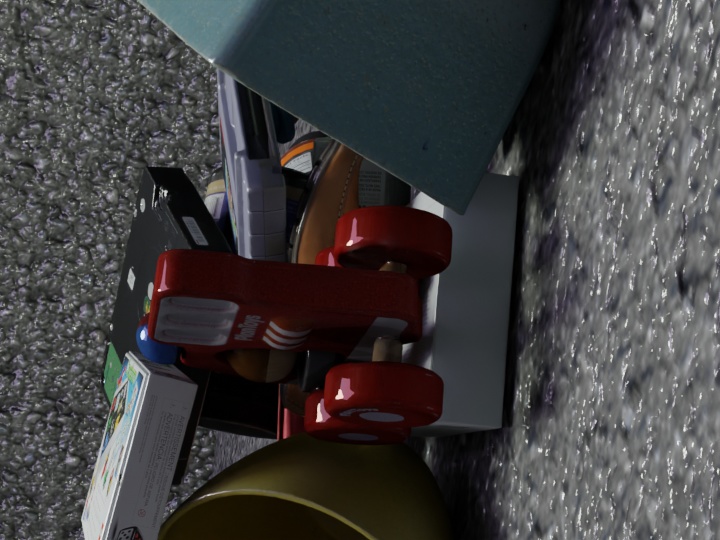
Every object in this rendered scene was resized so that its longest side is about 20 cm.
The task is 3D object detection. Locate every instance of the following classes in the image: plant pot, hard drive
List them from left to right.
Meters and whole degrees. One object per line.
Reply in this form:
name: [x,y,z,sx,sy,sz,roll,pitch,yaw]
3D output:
hard drive: [-0.147,0.042,1.194,0.140,0.038,0.201,54,134,51]
plant pot: [-0.017,0.181,1.017,0.142,0.199,0.201,-53,-21,-54]
plant pot: [0.003,-0.188,0.903,0.201,0.196,0.196,-56,39,7]

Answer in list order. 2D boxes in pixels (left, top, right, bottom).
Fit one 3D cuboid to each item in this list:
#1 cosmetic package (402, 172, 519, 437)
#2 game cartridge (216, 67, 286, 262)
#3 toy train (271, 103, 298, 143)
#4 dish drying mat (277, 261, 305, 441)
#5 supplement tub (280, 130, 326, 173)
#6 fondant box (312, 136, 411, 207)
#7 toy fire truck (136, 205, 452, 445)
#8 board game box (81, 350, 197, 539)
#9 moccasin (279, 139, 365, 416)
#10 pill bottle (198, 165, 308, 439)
cosmetic package: [0.051,0.028,1.020,0.200,0.051,0.152,142,132,-79]
game cartridge: [-0.079,-0.080,1.115,0.130,0.038,0.201,98,165,-46]
toy train: [-0.002,-0.144,1.155,0.085,0.115,0.200,68,159,-5]
dish drying mat: [-0.046,0.088,1.180,0.077,0.018,0.202,-28,-60,-75]
supplement tub: [-0.029,-0.049,1.420,0.200,0.106,0.108,-97,15,-58]
fondant box: [0.000,0.000,1.190,0.144,0.058,0.202,-36,-50,-78]
toy fire truck: [-0.042,0.031,0.909,0.200,0.167,0.113,127,149,-72]
board game box: [-0.146,0.122,1.027,0.200,0.034,0.127,-174,99,-78]
moccasin: [-0.010,0.009,1.067,0.074,0.077,0.203,-58,-25,-71]
pill bottle: [-0.083,0.025,1.249,0.112,0.111,0.202,134,148,-76]
